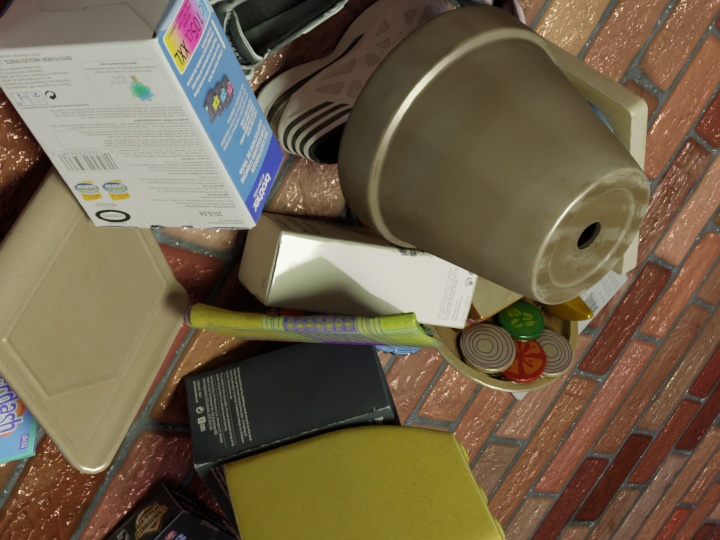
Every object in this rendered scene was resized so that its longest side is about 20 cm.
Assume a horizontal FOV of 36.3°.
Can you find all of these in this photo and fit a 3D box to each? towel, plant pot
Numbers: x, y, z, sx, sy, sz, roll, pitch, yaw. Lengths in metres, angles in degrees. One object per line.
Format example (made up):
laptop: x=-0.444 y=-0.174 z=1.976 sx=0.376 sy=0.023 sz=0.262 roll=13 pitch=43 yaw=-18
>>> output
towel: x=-0.039 y=0.047 z=0.935 sx=0.144 sy=0.200 sz=0.023 roll=34 pitch=59 yaw=-74
plant pot: x=0.025 y=0.249 z=0.950 sx=0.200 sy=0.196 sz=0.194 roll=-24 pitch=138 yaw=1
plant pot: x=0.112 y=-0.071 z=0.819 sx=0.200 sy=0.174 sz=0.200 roll=-28 pitch=140 yaw=-26

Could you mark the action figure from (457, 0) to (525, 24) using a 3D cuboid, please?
action figure: x=0.136 y=-0.307 z=0.873 sx=0.200 sy=0.149 sz=0.134 roll=-37 pitch=137 yaw=5

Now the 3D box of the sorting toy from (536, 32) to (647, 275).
sorting toy: x=0.164 y=-0.107 z=1.015 sx=0.070 sy=0.200 sz=0.199 roll=-30 pitch=139 yaw=-19

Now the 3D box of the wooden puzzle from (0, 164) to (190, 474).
wooden puzzle: x=-0.210 y=0.028 z=0.828 sx=0.200 sy=0.037 sz=0.185 roll=68 pitch=35 yaw=-47

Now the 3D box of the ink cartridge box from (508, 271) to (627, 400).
ink cartridge box: x=0.201 y=0.032 z=1.264 sx=0.200 sy=0.084 sz=0.146 roll=-47 pitch=143 yaw=-5

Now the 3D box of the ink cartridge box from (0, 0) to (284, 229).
ink cartridge box: x=-0.142 y=-0.098 z=0.741 sx=0.200 sy=0.136 sz=0.076 roll=67 pitch=33 yaw=-45

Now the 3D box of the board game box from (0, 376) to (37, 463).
board game box: x=-0.332 y=0.091 z=0.800 sx=0.200 sy=0.045 sz=0.152 roll=-11 pitch=127 yaw=-40

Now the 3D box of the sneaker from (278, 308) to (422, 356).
sneaker: x=0.013 y=0.034 z=1.086 sx=0.200 sy=0.075 sz=0.078 roll=9 pitch=111 yaw=-51

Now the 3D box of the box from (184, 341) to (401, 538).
box: x=-0.049 y=0.170 z=1.055 sx=0.182 sy=0.104 sz=0.200 roll=-16 pitch=138 yaw=1

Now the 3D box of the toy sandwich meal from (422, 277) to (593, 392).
toy sandwich meal: x=0.145 y=0.024 z=1.116 sx=0.205 sy=0.205 sz=0.070 roll=-23 pitch=163 yaw=-31

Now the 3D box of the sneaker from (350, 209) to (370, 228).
sneaker: x=0.060 y=-0.094 z=0.990 sx=0.078 sy=0.112 sz=0.200 roll=-10 pitch=128 yaw=-40

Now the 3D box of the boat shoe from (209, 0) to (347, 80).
boat shoe: x=-0.091 y=-0.164 z=0.757 sx=0.199 sy=0.068 sz=0.074 roll=-24 pitch=142 yaw=11

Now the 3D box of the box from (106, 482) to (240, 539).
box: x=-0.212 y=0.331 z=1.124 sx=0.200 sy=0.050 sz=0.199 roll=-46 pitch=142 yaw=-5

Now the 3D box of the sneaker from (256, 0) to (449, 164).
sneaker: x=0.020 y=-0.150 z=0.900 sx=0.200 sy=0.115 sz=0.076 roll=-39 pitch=141 yaw=-15

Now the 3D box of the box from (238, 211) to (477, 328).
box: x=0.000 y=0.000 z=0.978 sx=0.200 sy=0.082 sz=0.068 roll=8 pitch=103 yaw=-28
